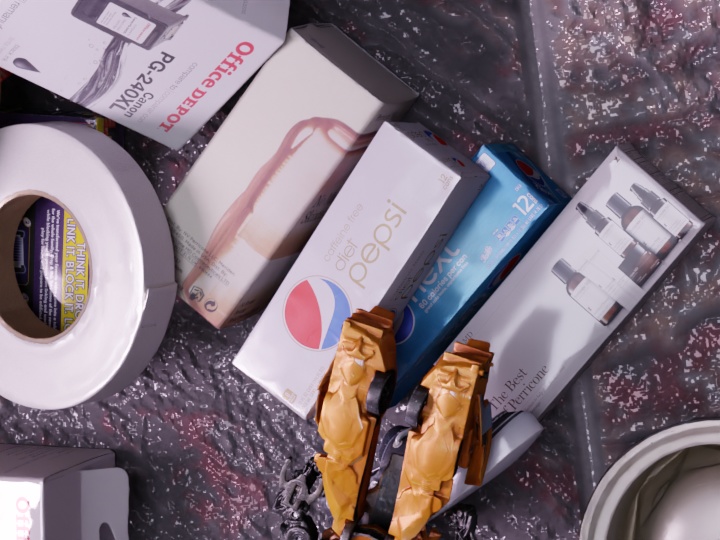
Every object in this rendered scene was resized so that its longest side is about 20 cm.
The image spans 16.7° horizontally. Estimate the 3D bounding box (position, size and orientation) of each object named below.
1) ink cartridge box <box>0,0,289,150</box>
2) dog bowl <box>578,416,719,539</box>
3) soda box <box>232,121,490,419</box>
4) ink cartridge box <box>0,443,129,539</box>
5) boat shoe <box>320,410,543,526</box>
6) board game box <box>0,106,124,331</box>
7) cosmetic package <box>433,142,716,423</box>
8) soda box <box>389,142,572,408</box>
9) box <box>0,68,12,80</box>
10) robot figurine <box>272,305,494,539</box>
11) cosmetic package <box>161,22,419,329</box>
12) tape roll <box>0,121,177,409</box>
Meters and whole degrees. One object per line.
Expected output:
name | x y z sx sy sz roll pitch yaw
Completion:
ink cartridge box | -0.164 -0.184 1.654 0.200 0.084 0.145 25 137 -25
dog bowl | 0.250 0.192 1.641 0.199 0.074 0.201 2 96 19
soda box | 0.000 0.000 1.638 0.068 0.064 0.200 37 105 16
ink cartridge box | -0.270 0.198 1.785 0.199 0.125 0.129 1 96 19
boat shoe | 0.043 0.134 1.684 0.200 0.072 0.068 -39 83 44
board game box | -0.260 -0.020 1.796 0.165 0.057 0.201 5 96 16
cosmetic package | 0.145 0.015 1.670 0.083 0.051 0.200 42 106 11
soda box | 0.054 0.006 1.689 0.064 0.068 0.200 44 107 11
box | -0.288 -0.163 1.757 0.200 0.050 0.075 -38 66 1
robot figurine | 0.021 0.132 1.604 0.145 0.058 0.201 19 114 16
cosmetic package | -0.059 -0.067 1.702 0.087 0.103 0.200 39 107 9
tape roll | -0.216 -0.004 1.706 0.202 0.037 0.204 4 98 33
